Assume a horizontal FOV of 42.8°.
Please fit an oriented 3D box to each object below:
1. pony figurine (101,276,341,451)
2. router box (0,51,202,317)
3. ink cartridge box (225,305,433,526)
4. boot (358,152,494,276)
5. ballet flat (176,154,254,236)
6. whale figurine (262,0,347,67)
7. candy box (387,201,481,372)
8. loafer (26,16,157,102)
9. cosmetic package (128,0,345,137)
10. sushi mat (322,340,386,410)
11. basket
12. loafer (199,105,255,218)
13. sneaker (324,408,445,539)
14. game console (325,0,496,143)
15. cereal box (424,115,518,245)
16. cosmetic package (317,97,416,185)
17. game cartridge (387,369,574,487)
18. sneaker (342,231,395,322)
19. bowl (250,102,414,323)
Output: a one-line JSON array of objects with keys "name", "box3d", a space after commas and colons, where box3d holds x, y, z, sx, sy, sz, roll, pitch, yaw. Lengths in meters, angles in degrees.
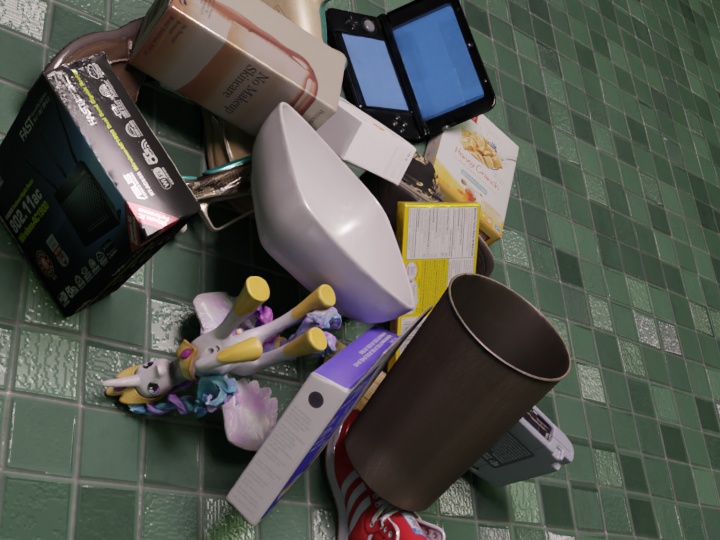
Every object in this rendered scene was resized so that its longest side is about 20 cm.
[{"name": "pony figurine", "box3d": [-0.115, 0.076, 0.852, 0.192, 0.199, 0.168, 7, 60, -56]}, {"name": "router box", "box3d": [-0.237, -0.065, 0.786, 0.062, 0.199, 0.151, -33, 90, -43]}, {"name": "ink cartridge box", "box3d": [-0.023, 0.115, 0.843, 0.043, 0.201, 0.198, 39, 17, 7]}, {"name": "boot", "box3d": [0.085, -0.077, 1.154, 0.199, 0.073, 0.151, 33, 24, -7]}, {"name": "ballet flat", "box3d": [-0.165, -0.076, 0.948, 0.198, 0.068, 0.076, -12, 99, -27]}, {"name": "whale figurine", "box3d": [-0.080, -0.286, 1.105, 0.201, 0.159, 0.104, 56, 16, 23]}, {"name": "candy box", "box3d": [0.084, 0.021, 1.061, 0.101, 0.026, 0.203, -2, 102, -27]}, {"name": "loafer", "box3d": [-0.255, -0.204, 0.945, 0.071, 0.073, 0.200, 51, 43, -6]}, {"name": "cosmetic package", "box3d": [-0.125, -0.218, 0.957, 0.199, 0.103, 0.088, 27, 50, -25]}, {"name": "sushi mat", "box3d": [0.029, 0.162, 1.045, 0.199, 0.012, 0.096, 36, 46, -23]}, {"name": "basket", "box3d": [0.084, 0.123, 0.881, 0.136, 0.201, 0.180, 44, 22, 16]}, {"name": "loafer", "box3d": [-0.134, -0.155, 1.035, 0.076, 0.067, 0.202, -8, 73, -45]}, {"name": "sneaker", "box3d": [0.024, 0.230, 0.922, 0.071, 0.112, 0.203, 12, 63, -38]}, {"name": "game console", "box3d": [0.066, -0.291, 1.265, 0.175, 0.116, 0.202, -3, 69, -44]}, {"name": "cereal box", "box3d": [0.158, -0.151, 1.327, 0.143, 0.039, 0.201, 37, 46, -22]}, {"name": "cosmetic package", "box3d": [-0.018, -0.169, 1.081, 0.082, 0.051, 0.200, 19, 15, -33]}, {"name": "game cartridge", "box3d": [0.127, 0.164, 1.027, 0.200, 0.133, 0.041, 43, 43, -17]}, {"name": "sneaker", "box3d": [0.000, 0.000, 1.077, 0.199, 0.066, 0.091, -25, 82, -51]}, {"name": "bowl", "box3d": [-0.038, -0.045, 0.914, 0.200, 0.074, 0.201, 43, 19, -37]}]
